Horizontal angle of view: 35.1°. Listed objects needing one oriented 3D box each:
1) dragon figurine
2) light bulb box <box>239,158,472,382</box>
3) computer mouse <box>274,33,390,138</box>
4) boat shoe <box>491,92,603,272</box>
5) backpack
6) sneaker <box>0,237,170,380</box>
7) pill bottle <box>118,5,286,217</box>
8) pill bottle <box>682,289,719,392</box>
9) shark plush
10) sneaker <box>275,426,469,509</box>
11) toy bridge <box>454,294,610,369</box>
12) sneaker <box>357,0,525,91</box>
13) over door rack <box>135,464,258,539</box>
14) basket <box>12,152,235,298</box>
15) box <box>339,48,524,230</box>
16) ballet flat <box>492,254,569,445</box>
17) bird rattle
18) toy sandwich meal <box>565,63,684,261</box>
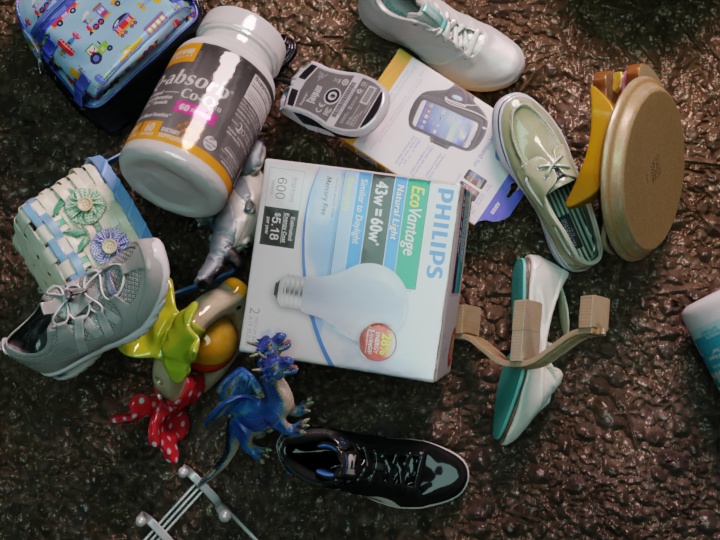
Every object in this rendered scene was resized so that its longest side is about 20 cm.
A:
[{"bbox_3d":[-0.115,0.135,1.116,0.200,0.059,0.099,-35,115,31],"label":"dragon figurine"},{"bbox_3d":[0.000,0.000,1.151,0.199,0.125,0.199,7,91,11],"label":"light bulb box"},{"bbox_3d":[-0.049,-0.183,1.217,0.200,0.044,0.110,26,78,31],"label":"computer mouse"},{"bbox_3d":[0.200,-0.094,1.170,0.072,0.062,0.201,-28,94,-10],"label":"boat shoe"},{"bbox_3d":[-0.282,-0.279,1.227,0.182,0.135,0.200,-41,78,-3],"label":"backpack"},{"bbox_3d":[-0.255,0.039,1.057,0.200,0.082,0.075,-41,56,24],"label":"sneaker"},{"bbox_3d":[-0.154,-0.163,1.154,0.116,0.116,0.201,18,64,7],"label":"pill bottle"},{"bbox_3d":[0.411,0.105,1.128,0.110,0.111,0.201,-26,80,0],"label":"pill bottle"},{"bbox_3d":[-0.140,-0.048,1.183,0.083,0.091,0.201,-2,55,10],"label":"shark plush"},{"bbox_3d":[0.010,0.202,1.145,0.199,0.112,0.073,8,84,6],"label":"sneaker"},{"bbox_3d":[0.165,0.063,1.125,0.027,0.200,0.068,13,79,-36],"label":"toy bridge"},{"bbox_3d":[0.083,-0.258,1.217,0.199,0.089,0.075,26,83,7],"label":"sneaker"},{"bbox_3d":[-0.159,0.319,1.165,0.200,0.067,0.148,42,88,9],"label":"over door rack"},{"bbox_3d":[-0.246,-0.034,1.195,0.200,0.139,0.177,-29,80,-35],"label":"basket"},{"bbox_3d":[0.091,-0.134,1.225,0.200,0.041,0.119,35,86,6],"label":"box"},{"bbox_3d":[0.183,0.084,1.177,0.069,0.069,0.201,8,81,5],"label":"ballet flat"},{"bbox_3d":[-0.169,0.093,1.159,0.112,0.201,0.163,28,47,29],"label":"bird rattle"},{"bbox_3d":[0.267,-0.110,1.154,0.070,0.205,0.206,7,81,36],"label":"toy sandwich meal"}]
